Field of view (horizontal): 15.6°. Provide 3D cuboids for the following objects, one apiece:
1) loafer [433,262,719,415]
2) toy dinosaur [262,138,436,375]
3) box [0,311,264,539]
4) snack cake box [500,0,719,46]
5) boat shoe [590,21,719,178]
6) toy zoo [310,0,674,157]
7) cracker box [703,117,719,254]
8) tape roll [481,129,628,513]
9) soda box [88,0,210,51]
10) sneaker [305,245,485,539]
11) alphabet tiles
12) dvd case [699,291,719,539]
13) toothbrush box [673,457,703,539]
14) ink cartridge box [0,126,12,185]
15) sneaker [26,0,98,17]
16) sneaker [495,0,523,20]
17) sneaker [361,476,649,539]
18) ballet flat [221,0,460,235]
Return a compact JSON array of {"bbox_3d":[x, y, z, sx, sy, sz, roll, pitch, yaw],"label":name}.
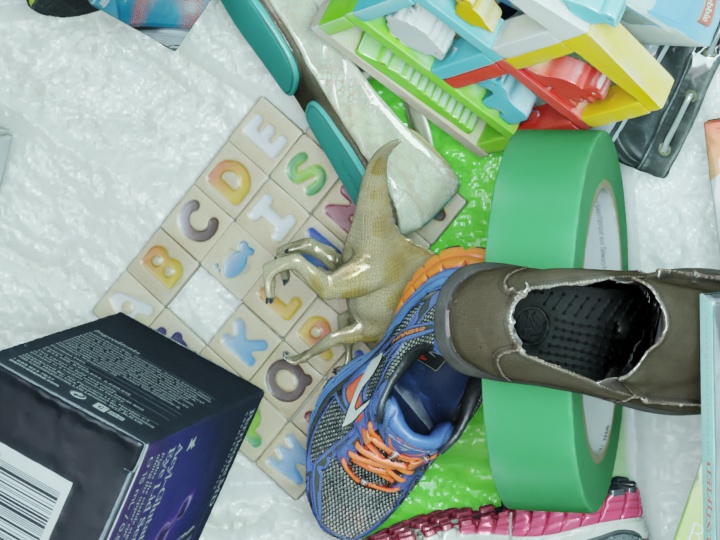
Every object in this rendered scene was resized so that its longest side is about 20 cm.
[{"bbox_3d":[0.136,0.035,1.258,0.198,0.071,0.074,1,92,-20],"label":"loafer"},{"bbox_3d":[0.000,0.000,1.463,0.100,0.058,0.201,-4,125,10],"label":"toy dinosaur"},{"bbox_3d":[-0.152,0.119,1.456,0.104,0.200,0.149,27,104,12],"label":"box"},{"bbox_3d":[0.157,-0.222,1.378,0.067,0.115,0.201,23,83,-31],"label":"snack cake box"},{"bbox_3d":[0.190,-0.144,1.430,0.071,0.072,0.201,29,105,-5],"label":"boat shoe"},{"bbox_3d":[0.075,-0.117,1.379,0.131,0.200,0.021,35,67,-24],"label":"toy zoo"},{"bbox_3d":[0.265,0.009,1.417,0.133,0.058,0.202,-8,92,15],"label":"cracker box"},{"bbox_3d":[0.105,0.026,1.386,0.048,0.200,0.202,2,93,13],"label":"tape roll"},{"bbox_3d":[-0.079,-0.225,1.439,0.201,0.063,0.068,-54,36,14],"label":"soda box"},{"bbox_3d":[0.021,0.077,1.432,0.075,0.079,0.201,22,124,-9],"label":"sneaker"},{"bbox_3d":[-0.036,0.004,1.522,0.167,0.008,0.200,41,102,9],"label":"alphabet tiles"},{"bbox_3d":[0.259,0.071,1.262,0.198,0.022,0.147,-6,105,-12],"label":"dvd case"},{"bbox_3d":[0.245,0.120,1.357,0.145,0.086,0.201,20,99,11],"label":"toothbrush box"},{"bbox_3d":[-0.285,0.005,1.516,0.082,0.147,0.202,16,96,15],"label":"ink cartridge box"},{"bbox_3d":[-0.137,-0.235,1.512,0.081,0.074,0.201,43,106,31],"label":"sneaker"},{"bbox_3d":[0.009,-0.210,1.446,0.200,0.108,0.070,40,102,10],"label":"sneaker"},{"bbox_3d":[0.064,0.171,1.468,0.198,0.081,0.075,-12,92,15],"label":"sneaker"},{"bbox_3d":[-0.014,-0.111,1.485,0.062,0.067,0.201,-32,87,-17],"label":"ballet flat"}]
